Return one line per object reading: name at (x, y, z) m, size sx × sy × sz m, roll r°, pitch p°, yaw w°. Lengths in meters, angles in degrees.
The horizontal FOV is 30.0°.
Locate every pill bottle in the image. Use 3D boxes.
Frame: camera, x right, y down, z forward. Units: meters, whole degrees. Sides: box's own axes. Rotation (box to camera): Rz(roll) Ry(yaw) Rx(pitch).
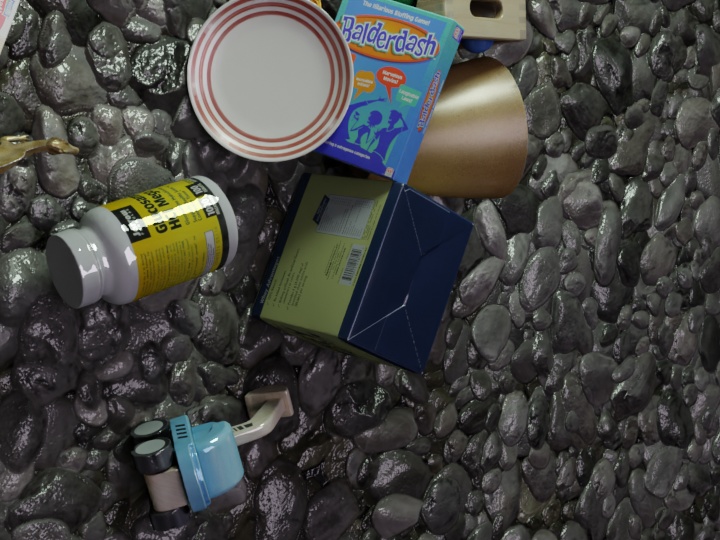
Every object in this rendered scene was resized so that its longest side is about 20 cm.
pill bottle at (-0.246, -0.029, 1.514) m, size 0.199 × 0.112 × 0.113 m, roll -22°, pitch 110°, yaw -35°

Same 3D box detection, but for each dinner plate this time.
dinner plate at (-0.107, -0.230, 1.598) m, size 0.198 × 0.024 × 0.202 m, roll 0°, pitch 95°, yaw 0°

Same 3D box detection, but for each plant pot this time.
plant pot at (0.085, -0.172, 1.738) m, size 0.198 × 0.186 × 0.188 m, roll -11°, pitch 103°, yaw -23°

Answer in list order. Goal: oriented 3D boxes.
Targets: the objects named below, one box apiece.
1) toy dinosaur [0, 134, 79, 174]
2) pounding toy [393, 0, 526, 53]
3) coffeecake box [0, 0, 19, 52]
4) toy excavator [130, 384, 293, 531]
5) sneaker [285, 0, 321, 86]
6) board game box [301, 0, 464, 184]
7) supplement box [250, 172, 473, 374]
toy dinosaur at (-0.394, -0.107, 1.391) m, size 0.199 × 0.101 × 0.059 m, roll -32°, pitch 115°, yaw -31°
pounding toy at (0.078, -0.317, 1.708) m, size 0.199 × 0.183 × 0.144 m, roll -7°, pitch 96°, yaw -44°
coffeecake box at (-0.444, -0.300, 1.343) m, size 0.199 × 0.073 × 0.155 m, roll 24°, pitch 80°, yaw -39°
toy excavator at (-0.168, 0.210, 1.609) m, size 0.198 × 0.195 × 0.101 m, roll -14°, pitch 107°, yaw -7°
sneaker at (-0.068, -0.316, 1.642) m, size 0.073 × 0.077 × 0.202 m, roll -1°, pitch 96°, yaw -39°
board game box at (0.019, -0.222, 1.609) m, size 0.045 × 0.151 × 0.202 m, roll 18°, pitch 92°, yaw -65°
supplement box at (0.000, 0.000, 1.660) m, size 0.134 × 0.199 × 0.202 m, roll 27°, pitch 80°, yaw -39°
